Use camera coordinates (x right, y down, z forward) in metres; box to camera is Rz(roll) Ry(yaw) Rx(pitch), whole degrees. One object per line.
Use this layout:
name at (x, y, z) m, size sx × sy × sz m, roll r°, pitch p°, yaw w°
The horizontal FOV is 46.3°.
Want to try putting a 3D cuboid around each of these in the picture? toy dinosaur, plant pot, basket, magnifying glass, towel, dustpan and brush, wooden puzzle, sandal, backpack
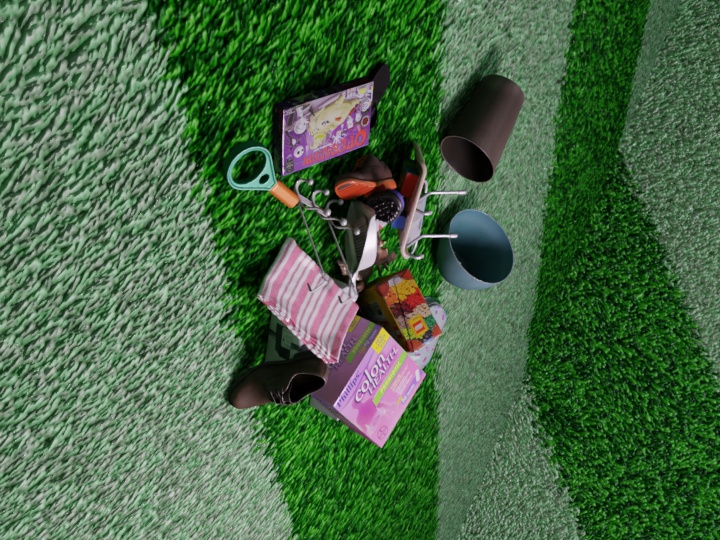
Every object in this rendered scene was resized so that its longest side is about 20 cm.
toy dinosaur at (0.000, 0.000, 1.729) m, size 0.200 × 0.086 × 0.136 m, roll -47°, pitch 176°, yaw -10°
plant pot at (0.268, -0.033, 2.119) m, size 0.200 × 0.201 × 0.135 m, roll -42°, pitch -179°, yaw -39°
basket at (0.285, -0.334, 1.924) m, size 0.202 × 0.134 × 0.181 m, roll -61°, pitch 158°, yaw -16°
magnifying glass at (-0.152, -0.145, 1.339) m, size 0.080 × 0.022 × 0.200 m, roll -46°, pitch 154°, yaw 4°
towel at (-0.088, 0.052, 1.497) m, size 0.200 × 0.030 × 0.148 m, roll 46°, pitch 44°, yaw -25°
dustpan and brush at (-0.007, -0.023, 1.616) m, size 0.056 × 0.139 × 0.204 m, roll -10°, pitch 107°, yaw -15°
wooden puzzle at (0.092, -0.150, 1.736) m, size 0.186 × 0.045 × 0.204 m, roll -92°, pitch -168°, yaw -70°
sandal at (0.009, -0.289, 1.523) m, size 0.202 × 0.045 × 0.075 m, roll -58°, pitch 154°, yaw -14°
backpack at (0.118, 0.153, 2.032) m, size 0.203 × 0.125 × 0.167 m, roll -64°, pitch 151°, yaw -8°

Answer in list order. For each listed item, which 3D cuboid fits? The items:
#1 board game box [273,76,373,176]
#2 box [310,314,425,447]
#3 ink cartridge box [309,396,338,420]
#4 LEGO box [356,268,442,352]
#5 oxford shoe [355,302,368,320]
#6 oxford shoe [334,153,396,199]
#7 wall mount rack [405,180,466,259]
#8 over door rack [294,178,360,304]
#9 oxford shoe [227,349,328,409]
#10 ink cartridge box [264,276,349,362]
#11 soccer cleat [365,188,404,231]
board game box at (-0.061, -0.243, 1.407) m, size 0.198 × 0.032 × 0.122 m, roll -27°, pitch 140°, yaw -36°
box at (0.011, 0.217, 1.657) m, size 0.177 × 0.096 × 0.200 m, roll -56°, pitch 135°, yaw -14°
ink cartridge box at (-0.016, 0.220, 1.880) m, size 0.199 × 0.082 × 0.149 m, roll -27°, pitch 135°, yaw -52°
LEGO box at (0.069, 0.089, 1.739) m, size 0.076 × 0.151 × 0.200 m, roll -30°, pitch -177°, yaw -18°
oxford shoe at (0.010, 0.158, 1.759) m, size 0.202 × 0.073 × 0.071 m, roll 57°, pitch 36°, yaw -13°
oxford shoe at (0.000, -0.179, 1.588) m, size 0.199 × 0.070 × 0.074 m, roll -11°, pitch 83°, yaw -66°
wall mount rack at (0.164, -0.114, 1.942) m, size 0.173 × 0.074 × 0.203 m, roll -34°, pitch 141°, yaw -48°
over door rack at (-0.049, -0.052, 1.490) m, size 0.147 × 0.066 × 0.204 m, roll 27°, pitch 50°, yaw -64°
oxford shoe at (-0.151, 0.210, 1.525) m, size 0.197 × 0.085 × 0.073 m, roll -23°, pitch 121°, yaw 6°
ink cartridge box at (-0.105, 0.121, 1.620) m, size 0.146 × 0.082 × 0.203 m, roll -27°, pitch 136°, yaw -51°
soccer cleat at (0.048, -0.126, 1.633) m, size 0.073 × 0.068 × 0.200 m, roll -43°, pitch -179°, yaw -20°
